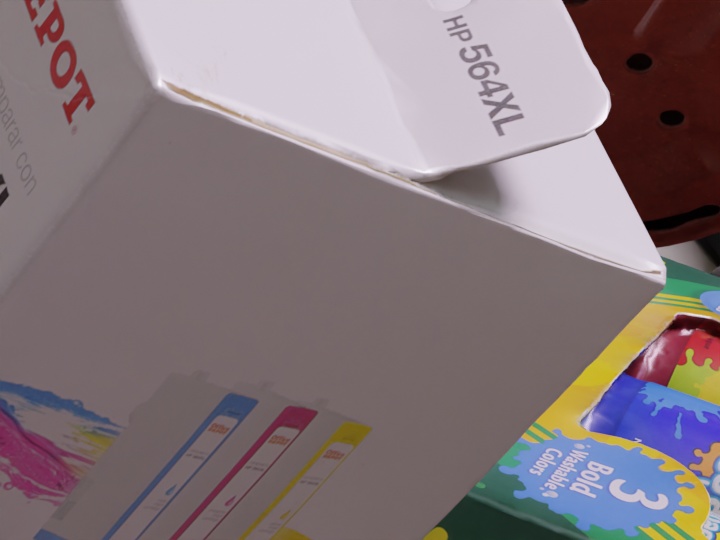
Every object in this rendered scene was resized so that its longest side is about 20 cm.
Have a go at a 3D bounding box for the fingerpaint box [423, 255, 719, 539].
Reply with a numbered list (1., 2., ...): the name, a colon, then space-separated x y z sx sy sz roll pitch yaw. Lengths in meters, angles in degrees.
1. fingerpaint box: 0.115 0.076 0.702 0.167 0.073 0.200 20 23 16

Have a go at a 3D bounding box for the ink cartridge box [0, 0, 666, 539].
1. ink cartridge box: -0.048 -0.008 0.542 0.125 0.200 0.129 18 34 -37

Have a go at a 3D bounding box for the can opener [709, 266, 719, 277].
1. can opener: 0.139 0.082 0.837 0.067 0.053 0.200 -13 52 -19

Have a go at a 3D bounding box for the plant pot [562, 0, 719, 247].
1. plant pot: 0.081 -0.125 0.893 0.201 0.201 0.195 25 49 -28
